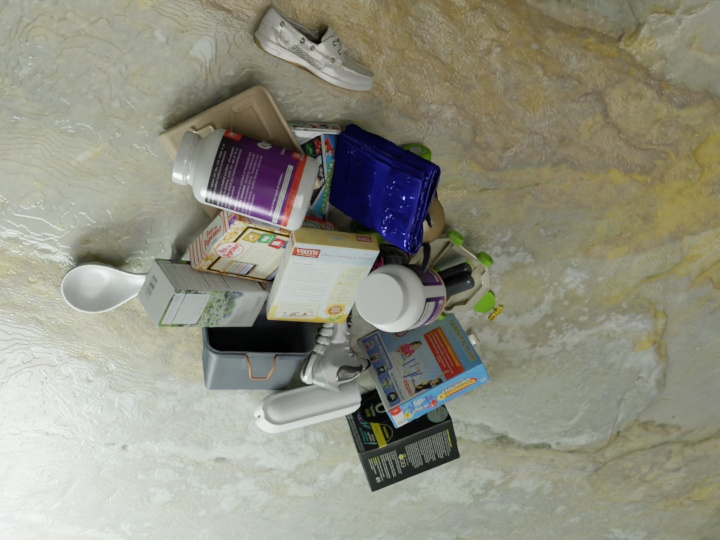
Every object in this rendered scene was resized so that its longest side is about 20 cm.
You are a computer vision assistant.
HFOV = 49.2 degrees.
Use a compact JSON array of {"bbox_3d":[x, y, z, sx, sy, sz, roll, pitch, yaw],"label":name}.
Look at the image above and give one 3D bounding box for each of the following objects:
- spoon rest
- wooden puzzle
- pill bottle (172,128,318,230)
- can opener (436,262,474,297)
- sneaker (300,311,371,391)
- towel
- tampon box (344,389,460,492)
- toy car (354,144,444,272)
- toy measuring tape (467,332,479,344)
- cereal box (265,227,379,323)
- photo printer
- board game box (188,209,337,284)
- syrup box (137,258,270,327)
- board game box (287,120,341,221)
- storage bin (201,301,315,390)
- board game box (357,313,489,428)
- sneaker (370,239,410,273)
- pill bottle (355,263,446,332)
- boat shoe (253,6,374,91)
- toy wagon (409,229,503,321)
[{"bbox_3d":[-0.393,0.014,1.297,0.199,0.061,0.100,-19,127,-7],"label":"spoon rest"},{"bbox_3d":[-0.185,-0.175,1.223,0.199,0.046,0.186,-20,119,17],"label":"wooden puzzle"},{"bbox_3d":[-0.167,-0.138,1.150,0.198,0.113,0.113,17,118,-7],"label":"pill bottle"},{"bbox_3d":[0.119,0.048,1.446,0.199,0.054,0.067,-21,142,18],"label":"can opener"},{"bbox_3d":[-0.024,0.129,1.449,0.115,0.075,0.201,23,89,-5],"label":"sneaker"},{"bbox_3d":[0.028,-0.130,1.230,0.049,0.200,0.149,-11,124,-43],"label":"towel"},{"bbox_3d":[0.082,0.329,1.621,0.199,0.150,0.127,-20,128,-5],"label":"tampon box"},{"bbox_3d":[0.074,-0.088,1.300,0.156,0.200,0.165,-9,126,-13],"label":"toy car"},{"bbox_3d":[0.150,0.184,1.591,0.199,0.074,0.074,-29,128,5],"label":"toy measuring tape"},{"bbox_3d":[-0.067,0.013,1.306,0.143,0.040,0.201,6,138,-20],"label":"cereal box"},{"bbox_3d":[-0.106,0.261,1.515,0.198,0.070,0.166,-13,167,-11],"label":"photo printer"},{"bbox_3d":[-0.157,-0.040,1.293,0.199,0.047,0.151,13,142,-39],"label":"board game box"},{"bbox_3d":[-0.257,0.039,1.309,0.199,0.081,0.079,3,126,-48],"label":"syrup box"},{"bbox_3d":[-0.109,-0.147,1.300,0.125,0.035,0.201,0,123,-18],"label":"board game box"},{"bbox_3d":[-0.195,0.152,1.421,0.198,0.146,0.135,3,132,-21],"label":"storage bin"},{"bbox_3d":[0.115,0.170,1.492,0.195,0.201,0.056,-27,130,1],"label":"board game box"},{"bbox_3d":[0.000,0.000,1.404,0.198,0.088,0.074,-5,126,-14],"label":"sneaker"},{"bbox_3d":[0.066,0.045,1.317,0.112,0.112,0.200,-47,164,15],"label":"pill bottle"},{"bbox_3d":[-0.057,-0.329,1.170,0.199,0.071,0.070,17,118,-27],"label":"boat shoe"},{"bbox_3d":[0.179,0.022,1.466,0.199,0.040,0.155,35,116,-10],"label":"toy wagon"}]
